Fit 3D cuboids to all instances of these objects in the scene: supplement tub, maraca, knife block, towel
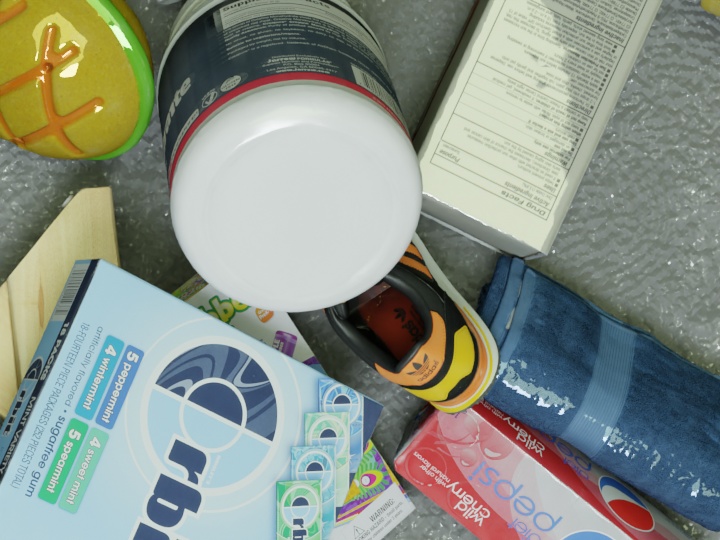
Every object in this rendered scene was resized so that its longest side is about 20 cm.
[{"bbox_3d":[-0.045,-0.081,1.235,0.140,0.200,0.141,-4,122,-7],"label":"supplement tub"},{"bbox_3d":[-0.207,-0.144,1.284,0.200,0.137,0.107,37,43,5],"label":"maraca"},{"bbox_3d":[-0.160,0.074,1.303,0.175,0.064,0.200,39,83,-4],"label":"knife block"},{"bbox_3d":[0.156,0.074,1.318,0.199,0.112,0.049,31,128,-6],"label":"towel"}]

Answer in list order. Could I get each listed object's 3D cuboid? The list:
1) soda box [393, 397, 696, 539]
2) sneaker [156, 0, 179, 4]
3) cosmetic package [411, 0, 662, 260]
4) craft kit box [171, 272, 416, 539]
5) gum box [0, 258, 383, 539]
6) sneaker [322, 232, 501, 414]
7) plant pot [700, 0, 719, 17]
[{"bbox_3d":[0.118,0.148,1.319,0.200,0.063,0.070,38,113,-4],"label":"soda box"},{"bbox_3d":[-0.107,-0.225,1.319,0.099,0.075,0.200,-38,91,-8],"label":"sneaker"},{"bbox_3d":[0.105,-0.117,1.331,0.103,0.087,0.201,27,83,-6],"label":"cosmetic package"},{"bbox_3d":[-0.094,0.126,1.270,0.200,0.048,0.198,-40,105,-22],"label":"craft kit box"},{"bbox_3d":[-0.105,0.113,1.216,0.199,0.044,0.171,28,76,-24],"label":"gum box"},{"bbox_3d":[0.000,0.000,1.271,0.070,0.090,0.200,-49,57,9],"label":"sneaker"},{"bbox_3d":[0.316,-0.202,1.319,0.188,0.201,0.202,14,85,11],"label":"plant pot"}]
